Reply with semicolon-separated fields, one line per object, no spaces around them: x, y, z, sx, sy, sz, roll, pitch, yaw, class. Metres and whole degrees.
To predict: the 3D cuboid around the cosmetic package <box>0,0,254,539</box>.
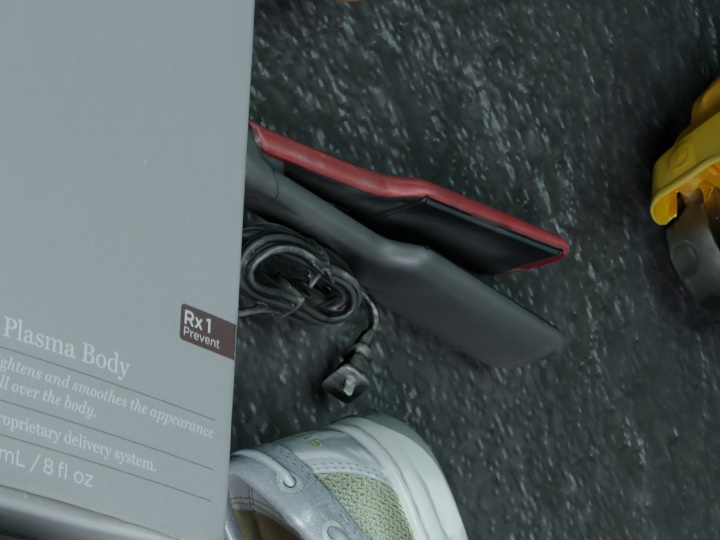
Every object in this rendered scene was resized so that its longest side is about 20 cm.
-0.093;-0.023;0.723;0.107;0.090;0.201;19;65;-40;cosmetic package

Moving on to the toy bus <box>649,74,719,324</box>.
0.211;-0.053;1.056;0.200;0.136;0.192;37;38;-31;toy bus

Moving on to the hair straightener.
0.000;0.000;0.847;0.200;0.041;0.077;26;58;-49;hair straightener

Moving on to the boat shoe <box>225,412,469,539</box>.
0.013;0.143;0.795;0.065;0.074;0.203;-12;81;-44;boat shoe
